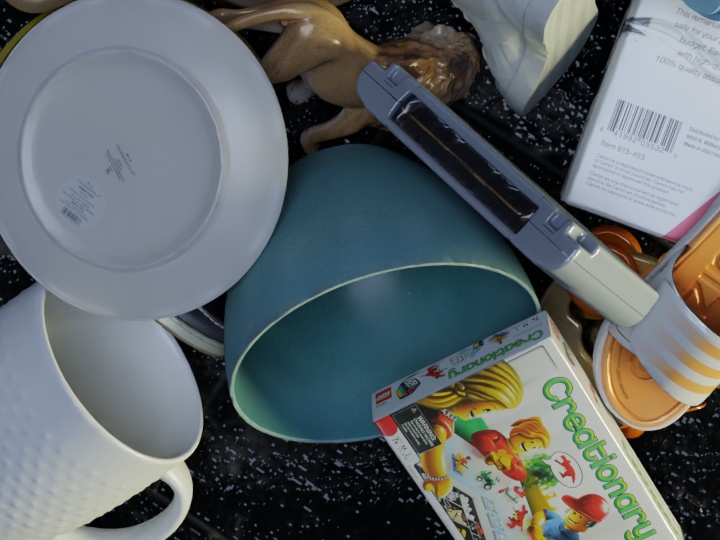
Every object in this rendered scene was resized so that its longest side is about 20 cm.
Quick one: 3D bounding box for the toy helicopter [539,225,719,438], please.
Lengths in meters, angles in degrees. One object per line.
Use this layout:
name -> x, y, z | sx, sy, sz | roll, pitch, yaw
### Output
toy helicopter -> 0.207, 0.061, 1.400 | 0.199, 0.079, 0.133 | 19, 103, 5

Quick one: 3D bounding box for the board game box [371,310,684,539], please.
board game box -> 0.109, 0.131, 1.387 | 0.126, 0.035, 0.200 | -27, 119, 14

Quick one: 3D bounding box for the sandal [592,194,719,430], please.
sandal -> 0.213, 0.016, 1.323 | 0.079, 0.059, 0.207 | 30, 110, -10

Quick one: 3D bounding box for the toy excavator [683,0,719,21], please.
toy excavator -> 0.149, -0.225, 1.251 | 0.199, 0.100, 0.195 | -21, 91, -18

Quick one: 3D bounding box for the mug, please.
mug -> -0.198, 0.118, 1.420 | 0.175, 0.148, 0.200 | -34, 121, 24

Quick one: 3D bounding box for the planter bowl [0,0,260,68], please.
planter bowl -> -0.149, -0.107, 1.379 | 0.199, 0.084, 0.201 | 1, 70, -4

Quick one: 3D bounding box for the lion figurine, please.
lion figurine -> -0.016, -0.132, 1.364 | 0.122, 0.200, 0.073 | -22, 71, 28

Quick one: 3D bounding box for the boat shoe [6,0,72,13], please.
boat shoe -> -0.163, -0.250, 1.417 | 0.074, 0.069, 0.200 | 43, 92, -15

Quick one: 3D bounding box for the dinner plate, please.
dinner plate -> -0.141, -0.068, 1.309 | 0.199, 0.024, 0.201 | 2, 97, 16

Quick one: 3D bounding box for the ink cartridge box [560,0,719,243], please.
ink cartridge box -> 0.227, -0.115, 1.380 | 0.144, 0.084, 0.201 | 20, 96, 2

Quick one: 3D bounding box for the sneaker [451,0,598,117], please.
sneaker -> 0.083, -0.173, 1.345 | 0.115, 0.200, 0.074 | 37, 77, 11

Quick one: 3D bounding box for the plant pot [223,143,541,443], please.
plant pot -> 0.000, 0.000, 1.375 | 0.199, 0.200, 0.135 | -21, 58, 7

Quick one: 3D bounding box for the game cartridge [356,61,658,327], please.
game cartridge -> 0.090, -0.044, 1.318 | 0.042, 0.133, 0.200 | -47, 55, 2

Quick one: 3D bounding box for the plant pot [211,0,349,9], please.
plant pot -> -0.030, -0.250, 1.321 | 0.199, 0.175, 0.201 | -3, 100, -18

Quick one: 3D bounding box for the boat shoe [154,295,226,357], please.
boat shoe -> -0.143, -0.031, 1.432 | 0.065, 0.072, 0.200 | -43, 84, 12
